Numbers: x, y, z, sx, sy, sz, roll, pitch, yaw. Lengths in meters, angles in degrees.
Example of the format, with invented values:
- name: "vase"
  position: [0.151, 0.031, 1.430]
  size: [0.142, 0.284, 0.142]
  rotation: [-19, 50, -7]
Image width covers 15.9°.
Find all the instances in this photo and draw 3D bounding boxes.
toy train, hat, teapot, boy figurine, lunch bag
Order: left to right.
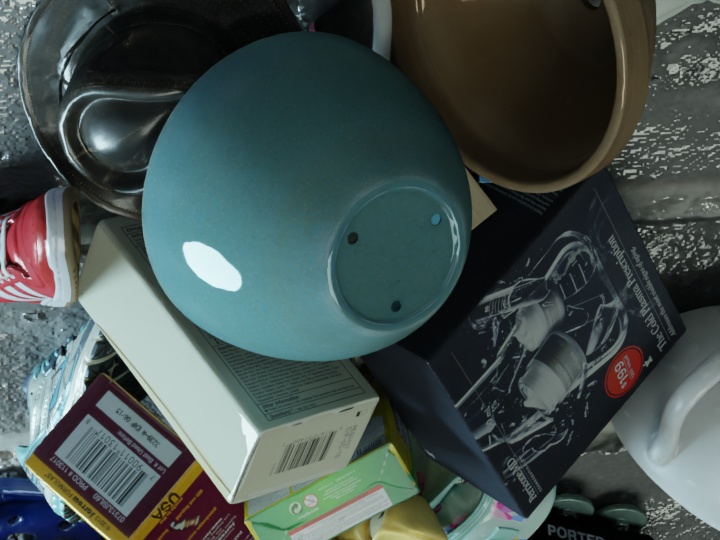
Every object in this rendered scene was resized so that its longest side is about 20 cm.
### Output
- name: "hat"
  position: [-0.128, -0.103, 1.575]
  size: [0.200, 0.081, 0.201]
  rotation: [6, 115, 12]
- name: "boy figurine"
  position: [-0.007, 0.171, 1.858]
  size: [0.064, 0.200, 0.125]
  rotation: [21, 95, -31]
- name: "lunch bag"
  position: [0.057, 0.162, 1.895]
  size: [0.077, 0.161, 0.200]
  rotation: [18, 133, -28]
- name: "toy train"
  position: [0.148, 0.230, 2.054]
  size: [0.199, 0.085, 0.114]
  rotation: [15, 143, -25]
- name: "teapot"
  position: [0.283, 0.090, 1.850]
  size: [0.197, 0.200, 0.146]
  rotation: [29, 113, -19]

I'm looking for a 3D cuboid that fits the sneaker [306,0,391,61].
- name: "sneaker"
  position: [-0.053, -0.114, 1.630]
  size: [0.099, 0.071, 0.200]
  rotation: [7, 141, -25]

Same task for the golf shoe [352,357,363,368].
- name: "golf shoe"
  position: [0.000, 0.000, 1.769]
  size: [0.097, 0.078, 0.200]
  rotation: [-42, 163, -16]

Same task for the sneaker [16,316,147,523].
- name: "sneaker"
  position: [-0.200, 0.077, 1.814]
  size: [0.078, 0.086, 0.201]
  rotation: [-10, 127, -50]

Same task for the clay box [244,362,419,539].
- name: "clay box"
  position: [-0.024, 0.123, 1.797]
  size: [0.115, 0.200, 0.048]
  rotation: [-28, 108, 7]

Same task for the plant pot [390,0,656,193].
- name: "plant pot"
  position: [0.114, -0.155, 1.562]
  size: [0.093, 0.201, 0.201]
  rotation: [-24, 151, -37]

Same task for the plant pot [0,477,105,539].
- name: "plant pot"
  position: [-0.211, 0.289, 1.966]
  size: [0.199, 0.200, 0.180]
  rotation: [5, 143, -17]

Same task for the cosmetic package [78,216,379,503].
- name: "cosmetic package"
  position: [-0.090, 0.049, 1.690]
  size: [0.103, 0.200, 0.073]
  rotation: [-13, 140, -38]

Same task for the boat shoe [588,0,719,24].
- name: "boat shoe"
  position: [0.210, -0.195, 1.579]
  size: [0.074, 0.086, 0.202]
  rotation: [22, 129, -31]

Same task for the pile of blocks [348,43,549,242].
- name: "pile of blocks"
  position: [0.066, -0.077, 1.664]
  size: [0.200, 0.062, 0.082]
  rotation: [-35, 98, -2]

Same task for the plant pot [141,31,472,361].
- name: "plant pot"
  position: [-0.011, -0.029, 1.523]
  size: [0.200, 0.135, 0.201]
  rotation: [-11, 113, -28]

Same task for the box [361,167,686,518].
- name: "box"
  position: [0.103, 0.032, 1.736]
  size: [0.182, 0.104, 0.200]
  rotation: [-48, 138, -13]

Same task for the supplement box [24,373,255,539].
- name: "supplement box"
  position: [-0.132, 0.168, 1.800]
  size: [0.086, 0.110, 0.200]
  rotation: [-49, 148, -6]

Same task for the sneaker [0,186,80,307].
- name: "sneaker"
  position: [-0.238, -0.013, 1.664]
  size: [0.112, 0.072, 0.200]
  rotation: [3, 169, -9]
